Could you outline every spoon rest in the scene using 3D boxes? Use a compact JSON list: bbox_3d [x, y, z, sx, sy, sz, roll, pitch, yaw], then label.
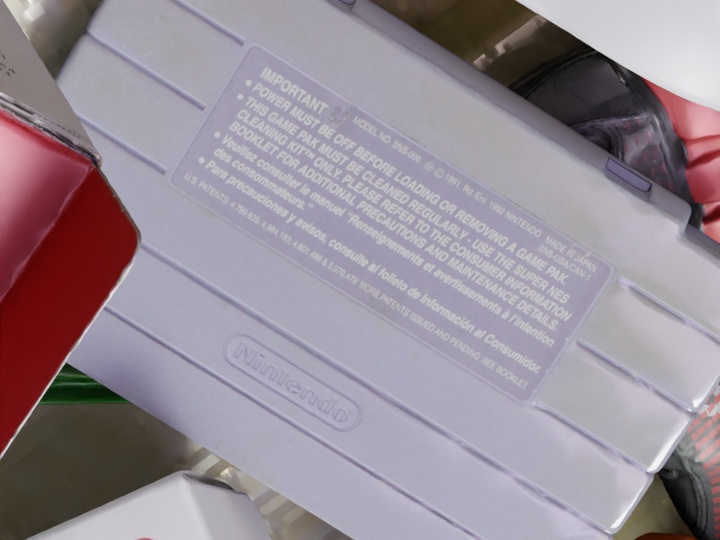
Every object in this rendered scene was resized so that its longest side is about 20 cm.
[{"bbox_3d":[0.052,-0.107,0.794,0.200,0.100,0.061,30,134,-20],"label":"spoon rest"}]

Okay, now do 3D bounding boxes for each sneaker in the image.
[{"bbox_3d":[0.082,0.016,0.872,0.098,0.071,0.201,-25,121,-10],"label":"sneaker"}]

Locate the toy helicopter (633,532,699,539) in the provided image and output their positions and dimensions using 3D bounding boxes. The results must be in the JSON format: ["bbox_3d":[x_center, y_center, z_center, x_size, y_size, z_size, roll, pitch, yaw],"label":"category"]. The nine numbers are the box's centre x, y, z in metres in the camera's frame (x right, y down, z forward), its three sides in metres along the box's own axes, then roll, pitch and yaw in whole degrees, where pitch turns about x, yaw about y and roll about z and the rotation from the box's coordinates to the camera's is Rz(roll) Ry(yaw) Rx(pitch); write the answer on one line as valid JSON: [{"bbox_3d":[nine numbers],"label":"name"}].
[{"bbox_3d":[0.048,0.175,0.873,0.132,0.079,0.201,-13,101,-54],"label":"toy helicopter"}]

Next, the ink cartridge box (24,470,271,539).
[{"bbox_3d":[-0.102,0.160,0.799,0.200,0.084,0.145,-24,79,4],"label":"ink cartridge box"}]

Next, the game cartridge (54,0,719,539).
[{"bbox_3d":[0.000,0.000,0.804,0.200,0.038,0.130,32,98,-4],"label":"game cartridge"}]

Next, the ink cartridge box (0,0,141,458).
[{"bbox_3d":[-0.157,0.018,0.709,0.084,0.176,0.200,28,102,-31],"label":"ink cartridge box"}]

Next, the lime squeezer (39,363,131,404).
[{"bbox_3d":[-0.110,0.050,0.795,0.200,0.071,0.038,-29,157,-56],"label":"lime squeezer"}]
